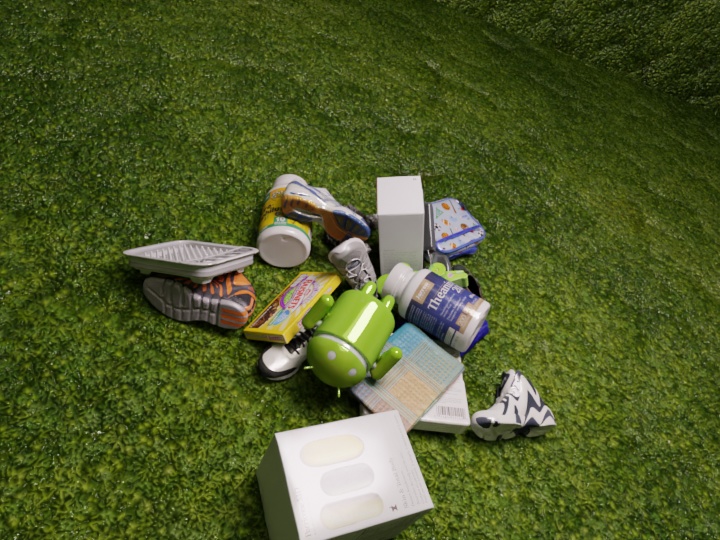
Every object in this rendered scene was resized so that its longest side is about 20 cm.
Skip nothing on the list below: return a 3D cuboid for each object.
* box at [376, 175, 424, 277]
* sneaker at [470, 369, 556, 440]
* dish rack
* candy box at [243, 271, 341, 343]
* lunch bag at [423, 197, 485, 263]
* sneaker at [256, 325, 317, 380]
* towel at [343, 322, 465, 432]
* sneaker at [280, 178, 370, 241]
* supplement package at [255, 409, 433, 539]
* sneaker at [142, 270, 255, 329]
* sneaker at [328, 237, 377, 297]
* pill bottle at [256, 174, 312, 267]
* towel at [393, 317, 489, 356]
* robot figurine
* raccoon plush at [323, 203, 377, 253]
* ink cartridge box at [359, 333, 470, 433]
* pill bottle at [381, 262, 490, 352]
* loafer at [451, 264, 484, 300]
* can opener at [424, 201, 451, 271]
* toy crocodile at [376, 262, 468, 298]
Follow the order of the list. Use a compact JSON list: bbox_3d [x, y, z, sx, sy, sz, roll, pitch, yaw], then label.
[{"bbox_3d":[0.087,-0.090,1.147,0.097,0.201,0.125,-2,47,3],"label":"box"},{"bbox_3d":[0.283,0.256,1.026,0.198,0.080,0.130,3,48,-23],"label":"sneaker"},{"bbox_3d":[-0.306,-0.018,0.950,0.199,0.044,0.171,8,15,22],"label":"dish rack"},{"bbox_3d":[-0.127,0.066,1.004,0.102,0.027,0.200,2,34,32],"label":"candy box"},{"bbox_3d":[0.220,-0.101,1.324,0.199,0.076,0.161,-21,64,-36],"label":"lunch bag"},{"bbox_3d":[-0.107,0.128,0.961,0.074,0.080,0.200,45,49,15],"label":"sneaker"},{"bbox_3d":[0.081,0.195,0.956,0.146,0.022,0.200,39,54,18],"label":"towel"},{"bbox_3d":[-0.064,-0.130,1.074,0.199,0.075,0.088,26,42,-20],"label":"sneaker"},{"bbox_3d":[-0.031,0.322,0.768,0.199,0.151,0.152,-3,52,-27],"label":"supplement package"},{"bbox_3d":[-0.291,0.040,0.967,0.199,0.078,0.112,19,31,-3],"label":"sneaker"},{"bbox_3d":[0.000,0.000,1.056,0.075,0.200,0.082,-34,63,5],"label":"sneaker"},{"bbox_3d":[-0.159,-0.114,1.129,0.112,0.113,0.201,13,47,-14],"label":"pill bottle"},{"bbox_3d":[0.178,0.122,1.119,0.200,0.050,0.148,-29,68,-40],"label":"towel"},{"bbox_3d":[-0.016,0.116,0.909,0.175,0.116,0.200,38,59,-6],"label":"robot figurine"},{"bbox_3d":[0.011,-0.080,1.184,0.199,0.097,0.134,-19,58,-36],"label":"raccoon plush"},{"bbox_3d":[0.099,0.210,0.990,0.199,0.045,0.177,9,48,-9],"label":"ink cartridge box"},{"bbox_3d":[0.145,0.066,1.035,0.199,0.111,0.111,30,43,18],"label":"pill bottle"},{"bbox_3d":[0.245,0.041,1.157,0.071,0.063,0.201,15,33,-12],"label":"loafer"},{"bbox_3d":[0.170,-0.060,1.214,0.066,0.053,0.202,-8,82,9],"label":"can opener"},{"bbox_3d":[0.132,0.027,1.125,0.198,0.068,0.062,0,54,10],"label":"toy crocodile"}]
